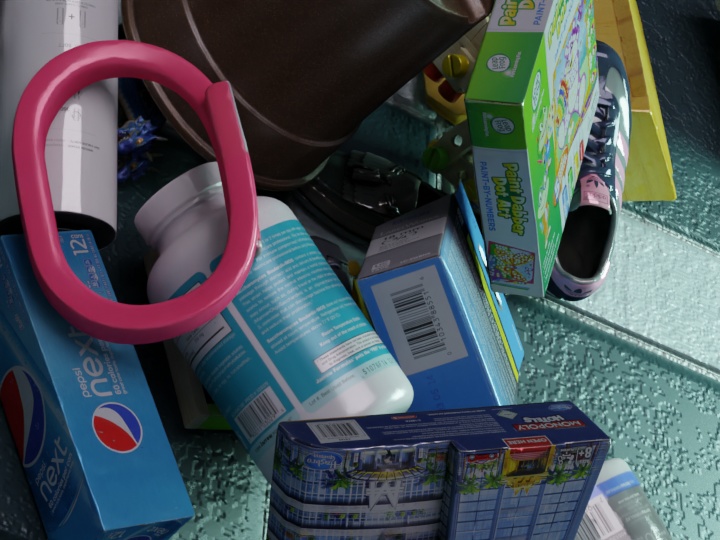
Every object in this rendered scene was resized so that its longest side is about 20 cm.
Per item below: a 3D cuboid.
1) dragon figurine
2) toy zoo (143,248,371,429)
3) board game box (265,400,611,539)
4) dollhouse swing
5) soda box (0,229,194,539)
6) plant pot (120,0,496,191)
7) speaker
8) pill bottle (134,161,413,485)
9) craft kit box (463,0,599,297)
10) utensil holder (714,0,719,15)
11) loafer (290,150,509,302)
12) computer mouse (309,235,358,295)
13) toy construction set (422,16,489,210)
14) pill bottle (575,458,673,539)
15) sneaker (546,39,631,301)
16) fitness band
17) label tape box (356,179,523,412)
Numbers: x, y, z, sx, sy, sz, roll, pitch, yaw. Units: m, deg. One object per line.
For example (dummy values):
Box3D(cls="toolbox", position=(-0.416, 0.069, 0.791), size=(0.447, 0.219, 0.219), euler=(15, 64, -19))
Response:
Box3D(cls="dragon figurine", position=(-0.142, -0.138, 1.441), size=(0.099, 0.059, 0.200), euler=(44, 43, -3))
Box3D(cls="toy zoo", position=(-0.045, 0.049, 1.404), size=(0.199, 0.020, 0.132), euler=(4, 57, -36))
Box3D(cls="board game box", position=(0.042, 0.188, 1.264), size=(0.198, 0.201, 0.062), euler=(-3, 22, -21))
Box3D(cls="dollhouse swing", position=(0.152, -0.161, 1.709), size=(0.182, 0.175, 0.201), euler=(61, 18, -54))
Box3D(cls="soda box", position=(-0.174, 0.077, 1.249), size=(0.067, 0.064, 0.201), euler=(-4, 62, -40))
Box3D(cls="plant pot", position=(-0.023, -0.186, 1.391), size=(0.200, 0.198, 0.201), euler=(32, 43, -35))
Box3D(cls="speaker", position=(-0.197, -0.113, 1.333), size=(0.081, 0.081, 0.202), euler=(11, 66, -32))
Box3D(cls="pill bottle", position=(-0.062, 0.031, 1.307), size=(0.110, 0.111, 0.201), euler=(-24, 75, -46))
Box3D(cls="craft kit box", position=(0.122, -0.120, 1.416), size=(0.048, 0.198, 0.201), euler=(5, 53, 18))
Box3D(cls="utensil holder", position=(0.424, -0.189, 1.851), size=(0.169, 0.170, 0.201), euler=(10, 56, -32))
Box3D(cls="loafer", position=(0.043, -0.046, 1.514), size=(0.199, 0.063, 0.072), euler=(27, 45, -19))
Box3D(cls="computer mouse", position=(0.000, 0.000, 1.437), size=(0.199, 0.034, 0.059), euler=(-1, 59, -39))
Box3D(cls="toy construction set", position=(0.063, -0.141, 1.568), size=(0.200, 0.131, 0.092), euler=(47, 25, 8))
Box3D(cls="pill bottle", position=(0.179, 0.238, 1.370), size=(0.113, 0.114, 0.201), euler=(-16, 70, -44))
Box3D(cls="sneaker", position=(0.176, -0.076, 1.555), size=(0.070, 0.082, 0.202), euler=(4, 92, -7))
Box3D(cls="fitness band", position=(-0.137, -0.051, 1.253), size=(0.142, 0.037, 0.201), euler=(-11, 67, -7))
Box3D(cls="label tape box", position=(0.058, 0.035, 1.412), size=(0.200, 0.063, 0.145), euler=(-70, 140, -73))
